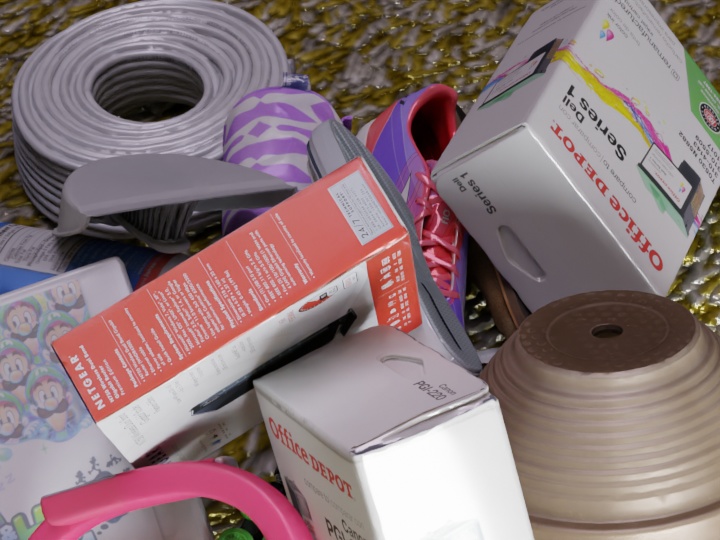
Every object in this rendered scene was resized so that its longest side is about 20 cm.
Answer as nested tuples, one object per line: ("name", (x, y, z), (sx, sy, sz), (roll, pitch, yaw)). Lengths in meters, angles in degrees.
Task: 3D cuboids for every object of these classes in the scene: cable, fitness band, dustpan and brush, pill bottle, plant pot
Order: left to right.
("pill bottle", (-0.199, 0.031, 1.476), (0.198, 0.113, 0.113), (9, 43, 15))
("dustpan and brush", (-0.139, -0.040, 1.479), (0.139, 0.058, 0.200), (-9, 20, -27))
("cable", (-0.139, -0.105, 1.655), (0.198, 0.070, 0.201), (2, 42, 6))
("fitness band", (-0.105, 0.176, 1.277), (0.199, 0.145, 0.037), (-16, -10, 27))
("plant pot", (0.138, 0.073, 1.334), (0.199, 0.093, 0.201), (-5, 26, 2))

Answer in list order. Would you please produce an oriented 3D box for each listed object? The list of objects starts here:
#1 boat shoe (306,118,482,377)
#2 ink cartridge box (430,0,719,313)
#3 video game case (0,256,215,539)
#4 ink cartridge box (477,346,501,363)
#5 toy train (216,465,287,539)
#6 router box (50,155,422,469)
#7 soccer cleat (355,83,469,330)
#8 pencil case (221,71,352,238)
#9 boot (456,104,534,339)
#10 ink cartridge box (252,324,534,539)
("boat shoe", (0.000, 0.000, 1.427), (0.067, 0.073, 0.201), (-37, 52, 17))
("ink cartridge box", (0.145, -0.073, 1.520), (0.084, 0.145, 0.200), (-28, 19, 38))
("video game case", (-0.200, 0.107, 1.369), (0.198, 0.024, 0.183), (-19, 75, -4))
("ink cartridge box", (0.072, 0.114, 1.427), (0.161, 0.058, 0.200), (-11, 21, -7))
("toy train", (-0.045, 0.148, 1.350), (0.056, 0.042, 0.201), (19, 64, 18))
("router box", (-0.058, 0.032, 1.271), (0.179, 0.200, 0.049), (-31, 76, -4))
("soccer cleat", (0.039, -0.023, 1.491), (0.068, 0.073, 0.201), (18, 49, -31))
("pencil case", (-0.045, -0.020, 1.517), (0.085, 0.084, 0.201), (10, 53, -14))
("boot", (0.066, -0.016, 1.560), (0.075, 0.074, 0.201), (-31, 44, 10))
("ink cartridge box", (0.029, 0.145, 1.234), (0.084, 0.202, 0.146), (-20, 19, -18))
